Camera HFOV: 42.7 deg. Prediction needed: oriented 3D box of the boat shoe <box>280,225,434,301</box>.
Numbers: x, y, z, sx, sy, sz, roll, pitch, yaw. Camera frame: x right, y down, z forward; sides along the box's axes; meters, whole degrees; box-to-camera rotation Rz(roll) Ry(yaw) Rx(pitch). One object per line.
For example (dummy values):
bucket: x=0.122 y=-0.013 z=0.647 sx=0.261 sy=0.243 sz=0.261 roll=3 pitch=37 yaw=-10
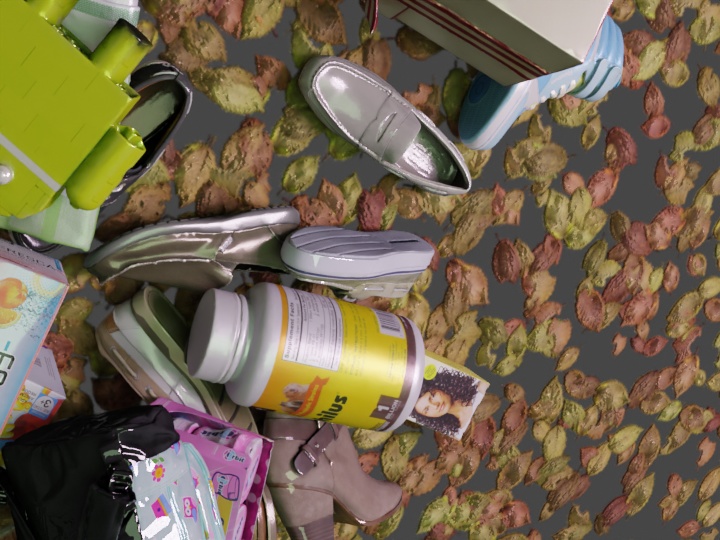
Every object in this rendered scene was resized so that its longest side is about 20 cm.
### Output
boat shoe: x=0.000 y=0.000 z=0.868 sx=0.199 sy=0.072 sz=0.063 roll=0 pitch=117 yaw=-49

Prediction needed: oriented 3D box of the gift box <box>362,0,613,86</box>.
gift box: x=0.108 y=-0.264 z=0.763 sx=0.185 sy=0.184 sz=0.202 roll=29 pitch=82 yaw=-15

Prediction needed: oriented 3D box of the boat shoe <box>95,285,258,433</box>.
boat shoe: x=-0.164 y=0.112 z=0.850 sx=0.068 sy=0.075 sz=0.201 roll=-30 pitch=102 yaw=10

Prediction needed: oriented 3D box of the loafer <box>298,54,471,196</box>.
loafer: x=0.029 y=-0.133 z=0.862 sx=0.199 sy=0.070 sz=0.070 roll=29 pitch=94 yaw=-31

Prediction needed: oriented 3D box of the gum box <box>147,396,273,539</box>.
gum box: x=-0.153 y=0.217 z=0.795 sx=0.112 sy=0.066 sz=0.203 roll=17 pitch=107 yaw=11

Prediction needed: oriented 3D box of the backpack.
backpack: x=-0.175 y=0.208 z=0.694 sx=0.126 sy=0.165 sz=0.203 roll=-21 pitch=97 yaw=-51

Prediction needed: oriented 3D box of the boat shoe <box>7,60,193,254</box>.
boat shoe: x=-0.215 y=-0.091 z=0.760 sx=0.200 sy=0.068 sz=0.072 roll=-47 pitch=123 yaw=-2

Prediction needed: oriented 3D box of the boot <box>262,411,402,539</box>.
boot: x=-0.026 y=0.192 z=0.948 sx=0.199 sy=0.070 sz=0.148 roll=-9 pitch=89 yaw=-58

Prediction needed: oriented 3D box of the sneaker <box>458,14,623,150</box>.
sneaker: x=0.192 y=-0.185 z=0.919 sx=0.130 sy=0.079 sz=0.201 roll=31 pitch=93 yaw=-30

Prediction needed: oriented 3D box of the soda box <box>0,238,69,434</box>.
soda box: x=-0.282 y=0.079 z=0.665 sx=0.063 sy=0.068 sz=0.202 roll=24 pitch=95 yaw=-28

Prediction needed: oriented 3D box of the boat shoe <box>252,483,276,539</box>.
boat shoe: x=-0.131 y=0.293 z=0.875 sx=0.067 sy=0.072 sz=0.203 roll=3 pitch=108 yaw=-32

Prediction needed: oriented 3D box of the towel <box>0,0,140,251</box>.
towel: x=-0.260 y=-0.128 z=0.711 sx=0.147 sy=0.031 sz=0.203 roll=15 pitch=102 yaw=-1

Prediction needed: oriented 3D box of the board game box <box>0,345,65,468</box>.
board game box: x=-0.345 y=0.147 z=0.757 sx=0.102 sy=0.105 sz=0.201 roll=32 pitch=91 yaw=-30

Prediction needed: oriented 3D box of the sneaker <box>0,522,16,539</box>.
sneaker: x=-0.282 y=0.252 z=0.745 sx=0.199 sy=0.071 sz=0.081 roll=-25 pitch=137 yaw=-51

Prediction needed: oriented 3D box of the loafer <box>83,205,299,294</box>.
loafer: x=-0.141 y=-0.010 z=0.811 sx=0.198 sy=0.075 sz=0.071 roll=-11 pitch=91 yaw=-23

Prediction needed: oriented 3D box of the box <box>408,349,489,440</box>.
box: x=0.039 y=0.110 z=0.965 sx=0.198 sy=0.050 sz=0.076 roll=25 pitch=95 yaw=-30

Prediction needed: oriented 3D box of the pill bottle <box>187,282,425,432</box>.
pill bottle: x=-0.049 y=0.076 z=0.825 sx=0.198 sy=0.109 sz=0.111 roll=15 pitch=101 yaw=-22

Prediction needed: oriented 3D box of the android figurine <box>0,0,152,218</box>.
android figurine: x=-0.251 y=-0.123 z=0.682 sx=0.182 sy=0.041 sz=0.200 roll=43 pitch=99 yaw=-10
